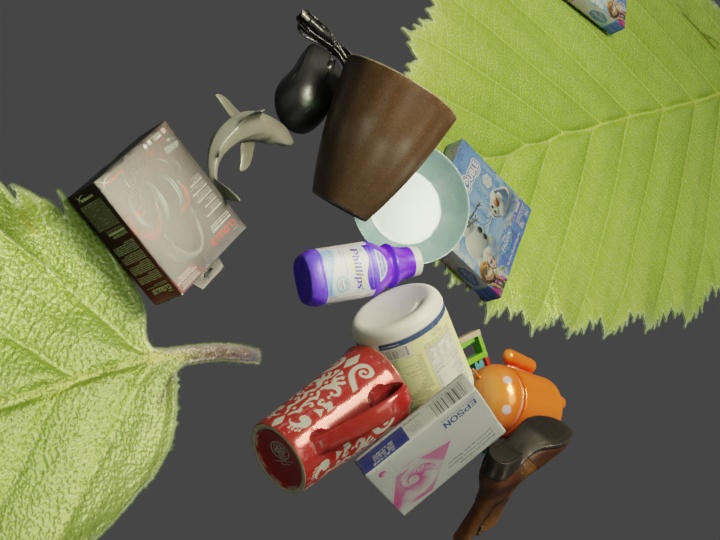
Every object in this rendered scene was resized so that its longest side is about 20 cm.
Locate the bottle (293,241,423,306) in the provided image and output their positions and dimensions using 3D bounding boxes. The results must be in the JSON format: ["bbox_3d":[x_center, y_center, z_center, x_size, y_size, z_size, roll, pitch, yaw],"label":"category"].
[{"bbox_3d":[0.000,0.000,1.513,0.198,0.065,0.085,-9,85,-29],"label":"bottle"}]

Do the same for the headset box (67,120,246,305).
[{"bbox_3d":[-0.254,-0.066,1.323,0.201,0.075,0.149,54,50,-17],"label":"headset box"}]

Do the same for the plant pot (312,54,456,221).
[{"bbox_3d":[0.016,-0.183,1.517,0.186,0.186,0.202,28,90,-33],"label":"plant pot"}]

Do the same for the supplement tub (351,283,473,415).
[{"bbox_3d":[0.084,0.138,1.513,0.145,0.144,0.202,-43,118,-40],"label":"supplement tub"}]

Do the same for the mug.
[{"bbox_3d":[-0.038,0.196,1.391,0.199,0.178,0.134,-31,72,-37],"label":"mug"}]

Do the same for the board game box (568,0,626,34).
[{"bbox_3d":[0.488,-0.634,2.147,0.198,0.043,0.202,23,64,-34],"label":"board game box"}]

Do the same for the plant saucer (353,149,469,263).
[{"bbox_3d":[0.076,-0.105,1.623,0.198,0.039,0.204,3,77,-14],"label":"plant saucer"}]

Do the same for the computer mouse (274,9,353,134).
[{"bbox_3d":[-0.068,-0.299,1.567,0.138,0.052,0.202,41,55,-28],"label":"computer mouse"}]

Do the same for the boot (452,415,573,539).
[{"bbox_3d":[0.240,0.334,1.589,0.187,0.068,0.202,-25,140,-42],"label":"boot"}]

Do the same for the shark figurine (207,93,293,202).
[{"bbox_3d":[-0.165,-0.185,1.415,0.128,0.089,0.215,50,41,-16],"label":"shark figurine"}]

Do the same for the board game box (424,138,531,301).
[{"bbox_3d":[0.196,-0.086,1.751,0.199,0.043,0.201,40,56,-26],"label":"board game box"}]

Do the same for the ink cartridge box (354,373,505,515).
[{"bbox_3d":[0.113,0.264,1.465,0.196,0.043,0.200,-39,137,-1],"label":"ink cartridge box"}]

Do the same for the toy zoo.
[{"bbox_3d":[0.181,0.212,1.674,0.130,0.020,0.202,-20,93,-43],"label":"toy zoo"}]

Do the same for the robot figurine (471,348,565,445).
[{"bbox_3d":[0.245,0.218,1.637,0.199,0.117,0.145,20,111,-37],"label":"robot figurine"}]
